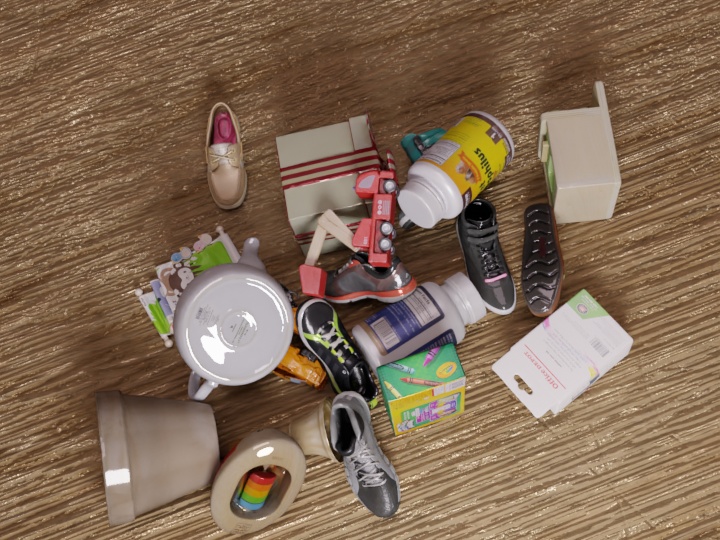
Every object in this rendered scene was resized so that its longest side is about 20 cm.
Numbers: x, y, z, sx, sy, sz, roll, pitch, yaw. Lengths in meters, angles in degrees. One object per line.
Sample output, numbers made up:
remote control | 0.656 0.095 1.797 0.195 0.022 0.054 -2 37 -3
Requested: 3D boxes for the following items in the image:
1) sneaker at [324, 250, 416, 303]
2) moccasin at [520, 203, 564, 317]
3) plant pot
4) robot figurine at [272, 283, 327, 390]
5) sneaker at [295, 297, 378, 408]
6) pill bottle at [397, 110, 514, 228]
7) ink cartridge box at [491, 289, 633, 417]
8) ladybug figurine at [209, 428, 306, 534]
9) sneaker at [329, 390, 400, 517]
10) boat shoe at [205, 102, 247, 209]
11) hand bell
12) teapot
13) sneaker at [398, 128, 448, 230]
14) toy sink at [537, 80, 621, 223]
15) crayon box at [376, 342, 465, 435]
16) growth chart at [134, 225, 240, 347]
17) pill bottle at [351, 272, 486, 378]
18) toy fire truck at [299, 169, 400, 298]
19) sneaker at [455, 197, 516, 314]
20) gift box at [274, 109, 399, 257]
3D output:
sneaker | 0.000 0.000 1.625 0.199 0.082 0.077 -2 33 37
moccasin | 0.294 -0.011 1.637 0.073 0.078 0.202 -12 53 14
plant pot | -0.307 0.274 1.528 0.172 0.200 0.201 -5 65 -15
robot figurine | -0.126 0.107 1.639 0.199 0.058 0.145 28 72 16
sneaker | -0.025 0.126 1.558 0.072 0.201 0.083 -41 24 -26
pill bottle | 0.152 -0.161 1.627 0.109 0.109 0.200 37 66 19
ink cartridge box | 0.313 0.140 1.576 0.200 0.067 0.117 -36 68 -11
ladybug figurine | -0.158 0.312 1.505 0.135 0.201 0.072 15 28 -28
sneaker | -0.004 0.283 1.493 0.075 0.115 0.201 -23 86 10
boat shoe | -0.244 -0.207 1.783 0.073 0.069 0.201 -10 66 1
hand bell | -0.133 0.268 1.566 0.199 0.104 0.105 -14 65 12
teapot | -0.204 0.080 1.556 0.199 0.146 0.198 -25 105 -15
sneaker | 0.105 -0.171 1.713 0.121 0.084 0.200 43 68 5
toy sink | 0.359 -0.198 1.687 0.111 0.130 0.201 -5 67 4
crayon box | 0.093 0.181 1.507 0.118 0.200 0.059 -18 67 -3
growth chart | -0.286 0.021 1.716 0.200 0.018 0.145 -37 67 -11
pill bottle | 0.095 0.088 1.596 0.199 0.111 0.111 -31 67 -8
toy fire truck | -0.016 -0.057 1.545 0.140 0.049 0.201 3 82 10
sneaker | 0.204 -0.029 1.644 0.070 0.099 0.201 -16 67 -4
gift box | -0.032 -0.154 1.677 0.186 0.185 0.201 -11 72 3
